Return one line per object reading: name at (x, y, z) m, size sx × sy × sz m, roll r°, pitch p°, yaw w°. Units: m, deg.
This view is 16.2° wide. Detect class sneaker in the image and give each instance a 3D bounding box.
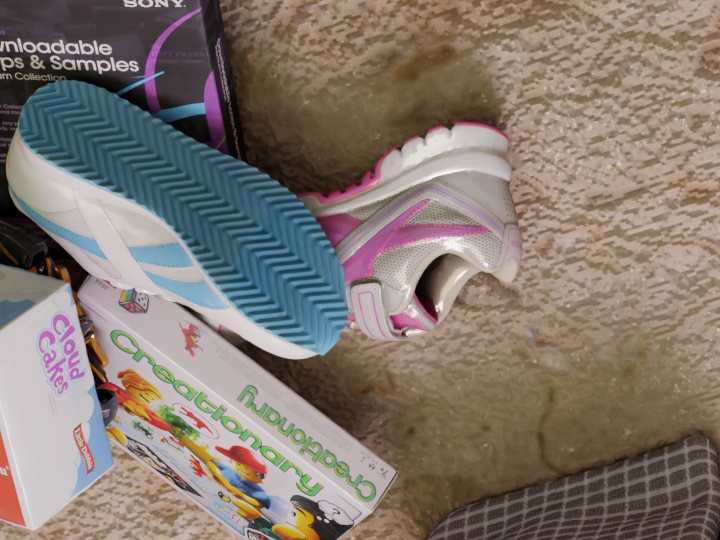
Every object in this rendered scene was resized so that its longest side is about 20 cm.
sneaker at (-0.094, -0.019, 1.318) m, size 0.200 × 0.077 × 0.081 m, roll 35°, pitch 147°, yaw 3°
sneaker at (0.000, 0.000, 1.353) m, size 0.200 × 0.081 × 0.089 m, roll -27°, pitch 69°, yaw 19°

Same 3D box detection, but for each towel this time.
towel at (0.115, 0.170, 1.367) m, size 0.199 × 0.166 × 0.086 m, roll -17°, pitch 100°, yaw 16°

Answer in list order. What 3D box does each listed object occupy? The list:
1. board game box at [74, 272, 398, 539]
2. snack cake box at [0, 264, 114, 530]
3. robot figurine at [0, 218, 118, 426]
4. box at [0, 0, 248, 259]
board game box at (-0.087, 0.083, 1.407) m, size 0.200 × 0.035 × 0.126 m, roll 37°, pitch 148°, yaw -4°
snack cake box at (-0.231, 0.048, 1.303) m, size 0.199 × 0.067 × 0.115 m, roll 14°, pitch 126°, yaw 34°
robot figurine at (-0.211, 0.040, 1.386) m, size 0.200 × 0.058 × 0.145 m, roll -5°, pitch 114°, yaw 53°
box at (-0.138, -0.086, 1.348) m, size 0.142 × 0.036 × 0.200 m, roll 1°, pitch 133°, yaw 10°
